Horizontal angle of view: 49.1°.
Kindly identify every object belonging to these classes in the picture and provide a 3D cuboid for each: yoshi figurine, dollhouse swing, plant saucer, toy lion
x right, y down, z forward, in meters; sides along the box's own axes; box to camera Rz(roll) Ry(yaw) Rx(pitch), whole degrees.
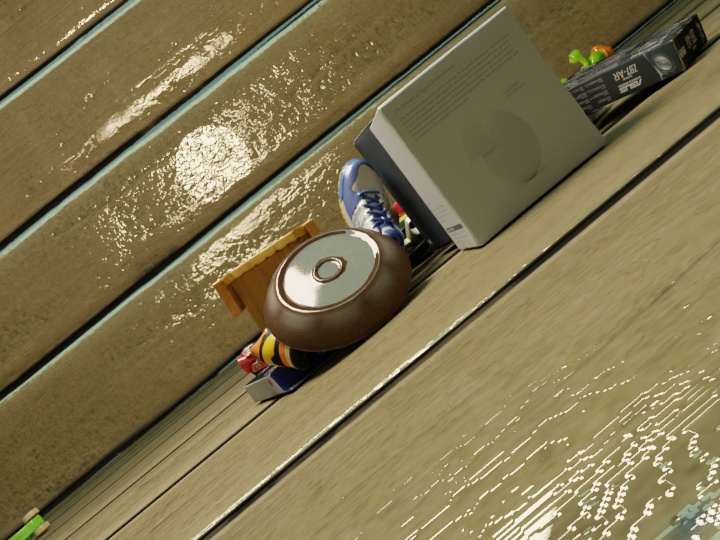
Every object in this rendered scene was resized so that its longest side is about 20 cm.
[{"bbox_3d":[0.525,-0.456,1.883,0.200,0.112,0.112,-43,-11,-33],"label":"yoshi figurine"},{"bbox_3d":[-0.123,0.040,1.374,0.198,0.177,0.182,-32,4,-3],"label":"dollhouse swing"},{"bbox_3d":[-0.035,0.010,0.980,0.197,0.037,0.202,-14,42,12],"label":"plant saucer"},{"bbox_3d":[-0.929,0.737,2.072,0.192,0.069,0.200,-47,-4,42],"label":"toy lion"}]

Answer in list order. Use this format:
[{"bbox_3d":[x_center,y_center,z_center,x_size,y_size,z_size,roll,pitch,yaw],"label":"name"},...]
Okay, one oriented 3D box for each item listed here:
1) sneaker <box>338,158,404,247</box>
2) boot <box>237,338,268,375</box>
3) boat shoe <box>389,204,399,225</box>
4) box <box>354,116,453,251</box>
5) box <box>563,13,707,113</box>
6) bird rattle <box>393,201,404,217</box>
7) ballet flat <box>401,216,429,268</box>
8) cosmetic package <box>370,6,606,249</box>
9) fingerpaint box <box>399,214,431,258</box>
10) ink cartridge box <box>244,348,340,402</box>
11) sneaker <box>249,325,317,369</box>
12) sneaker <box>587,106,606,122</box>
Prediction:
[{"bbox_3d":[0.028,-0.061,1.082,0.074,0.203,0.088,-13,-2,-26],"label":"sneaker"},{"bbox_3d":[-0.114,0.102,1.206,0.143,0.073,0.200,-28,-11,-29],"label":"boot"},{"bbox_3d":[0.000,0.000,1.153,0.202,0.070,0.069,-65,9,-15],"label":"boat shoe"},{"bbox_3d":[0.133,-0.172,1.120,0.196,0.201,0.124,-39,3,-16],"label":"box"},{"bbox_3d":[0.375,-0.283,1.121,0.198,0.044,0.160,-21,14,40],"label":"box"},{"bbox_3d":[0.137,-0.135,1.479,0.160,0.203,0.113,-3,35,-8],"label":"bird rattle"},{"bbox_3d":[0.073,-0.048,1.204,0.199,0.073,0.073,-41,3,2],"label":"ballet flat"},{"bbox_3d":[0.149,-0.167,0.967,0.198,0.201,0.123,-38,3,-4],"label":"cosmetic package"},{"bbox_3d":[0.059,-0.036,1.356,0.166,0.074,0.200,-37,2,15],"label":"fingerpaint box"},{"bbox_3d":[-0.095,0.132,1.076,0.094,0.037,0.200,-39,4,-25],"label":"ink cartridge box"},{"bbox_3d":[-0.078,0.045,1.045,0.089,0.071,0.201,0,41,28],"label":"sneaker"},{"bbox_3d":[0.329,-0.259,1.259,0.078,0.090,0.200,-34,4,37],"label":"sneaker"}]
